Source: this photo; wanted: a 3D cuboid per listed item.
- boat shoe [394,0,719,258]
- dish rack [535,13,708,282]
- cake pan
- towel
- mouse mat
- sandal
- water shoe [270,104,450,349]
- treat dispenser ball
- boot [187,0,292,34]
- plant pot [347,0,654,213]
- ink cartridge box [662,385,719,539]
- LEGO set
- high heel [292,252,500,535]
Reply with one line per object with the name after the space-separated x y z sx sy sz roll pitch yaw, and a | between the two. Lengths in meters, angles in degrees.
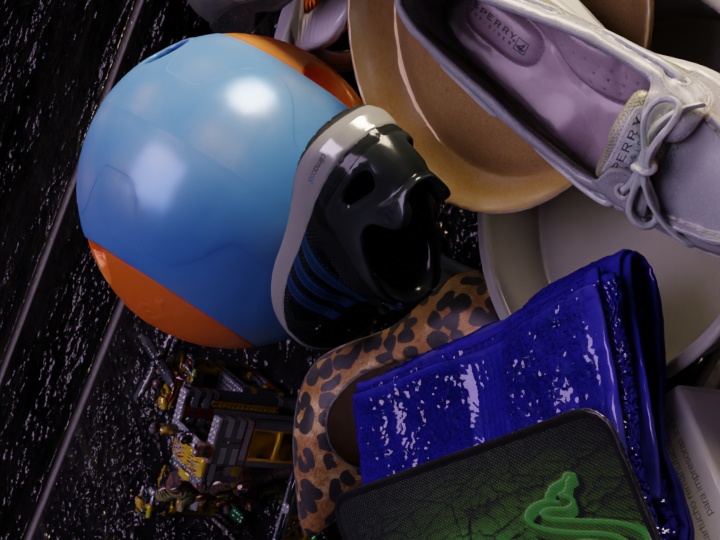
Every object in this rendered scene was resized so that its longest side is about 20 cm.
0.101 -0.071 0.644 0.202 0.065 0.075 44 126 23 | boat shoe
0.125 -0.091 0.808 0.172 0.043 0.201 -45 49 39 | dish rack
0.134 -0.040 0.716 0.200 0.037 0.201 -16 70 52 | cake pan
0.065 0.089 0.704 0.200 0.049 0.148 -32 53 48 | towel
0.070 0.158 0.666 0.200 0.008 0.162 -28 81 48 | mouse mat
-0.015 -0.174 1.016 0.207 0.059 0.080 179 105 -76 | sandal
0.000 0.000 0.801 0.079 0.071 0.200 46 155 23 | water shoe
-0.080 -0.051 0.948 0.200 0.200 0.202 -17 69 52 | treat dispenser ball
-0.084 -0.222 0.917 0.200 0.131 0.068 -25 25 55 | boot
0.069 -0.129 0.736 0.199 0.027 0.201 10 104 45 | plant pot
0.136 0.170 0.697 0.200 0.084 0.145 -49 45 39 | ink cartridge box
-0.107 0.132 1.000 0.200 0.115 0.154 43 117 51 | LEGO set
0.025 0.086 0.877 0.142 0.071 0.201 30 98 59 | high heel
